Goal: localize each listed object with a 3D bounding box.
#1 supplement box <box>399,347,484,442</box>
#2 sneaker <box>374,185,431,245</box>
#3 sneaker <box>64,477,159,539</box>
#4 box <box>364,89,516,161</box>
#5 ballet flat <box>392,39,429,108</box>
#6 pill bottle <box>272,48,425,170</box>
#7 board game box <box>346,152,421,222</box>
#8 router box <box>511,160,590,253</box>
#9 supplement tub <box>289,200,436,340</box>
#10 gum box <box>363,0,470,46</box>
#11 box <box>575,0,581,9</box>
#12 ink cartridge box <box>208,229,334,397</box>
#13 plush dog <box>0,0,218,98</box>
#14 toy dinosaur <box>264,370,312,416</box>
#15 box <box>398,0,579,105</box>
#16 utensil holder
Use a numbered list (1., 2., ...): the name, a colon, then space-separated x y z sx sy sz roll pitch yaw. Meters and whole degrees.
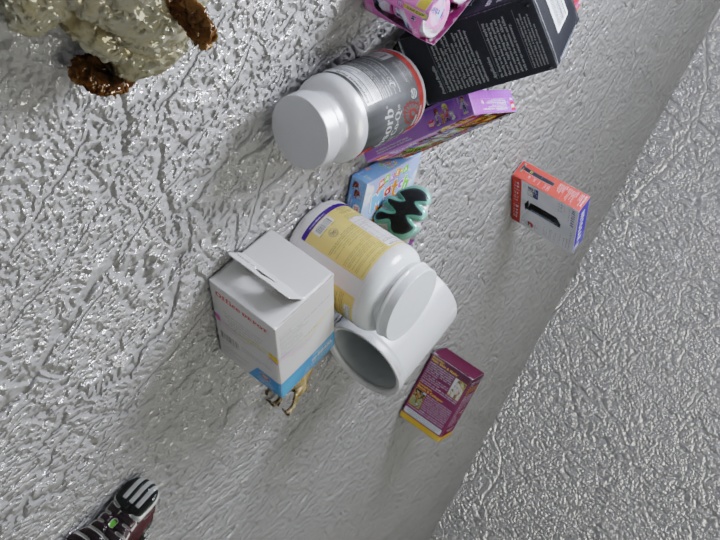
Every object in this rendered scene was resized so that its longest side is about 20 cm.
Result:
1. supplement box: 0.212 0.323 2.234 0.201 0.131 0.103 -62 158 15
2. sneaker: 0.064 -0.052 1.431 0.200 0.078 0.140 -52 160 14
3. sneaker: -0.367 0.406 1.253 0.200 0.075 0.116 -43 157 -31
4. box: 0.115 -0.216 1.280 0.199 0.039 0.136 -19 179 38
5. ballet flat: 0.093 -0.284 1.280 0.057 0.066 0.200 -63 160 -10
6. pill bottle: -0.014 -0.206 1.101 0.200 0.116 0.116 -34 148 -42
7. board game box: 0.026 -0.095 1.429 0.151 0.036 0.201 -34 147 -42
8. router box: 0.442 -0.148 2.012 0.049 0.179 0.200 -50 156 -16
9. supplement tub: 0.000 0.000 1.290 0.145 0.199 0.146 -44 154 -27
10. gum box: 0.097 -0.390 1.084 0.200 0.113 0.066 -51 157 -12
11. box: 0.274 -0.429 1.407 0.200 0.102 0.095 -27 144 -52
12. ink cartridge box: -0.121 0.055 1.212 0.125 0.128 0.201 -43 154 -30
13. plush dog: -0.181 -0.228 0.731 0.200 0.160 0.172 -51 -176 -9
14. toy dinosaur: -0.114 0.205 1.515 0.101 0.058 0.200 -50 157 -19
15. box: 0.174 -0.324 1.156 0.105 0.199 0.148 60 39 -27
16. utensil holder: 0.063 0.105 1.602 0.200 0.169 0.171 -45 155 -29
